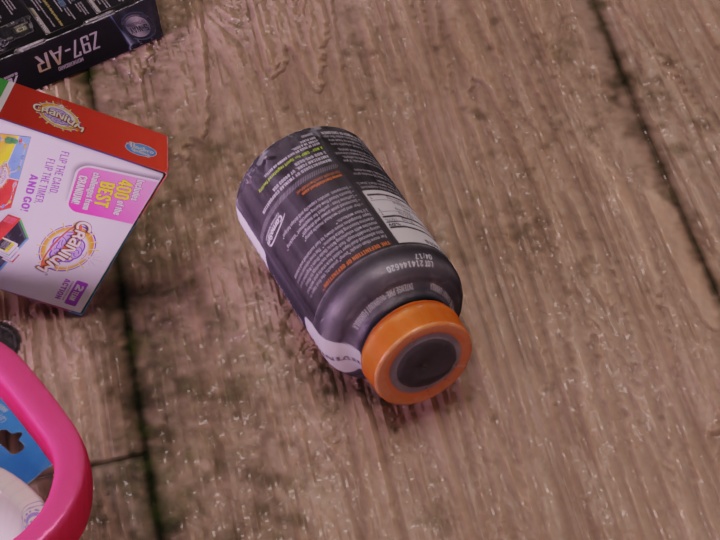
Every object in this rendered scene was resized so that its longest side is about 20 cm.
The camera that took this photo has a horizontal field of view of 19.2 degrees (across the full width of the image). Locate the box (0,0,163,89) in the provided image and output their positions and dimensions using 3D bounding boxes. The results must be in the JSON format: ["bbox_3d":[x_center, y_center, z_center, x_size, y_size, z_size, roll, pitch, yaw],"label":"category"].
[{"bbox_3d":[-0.275,-0.229,1.733,0.160,0.044,0.200,-25,48,-16],"label":"box"}]

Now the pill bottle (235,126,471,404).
[{"bbox_3d":[0.000,0.000,1.429,0.106,0.106,0.200,-22,47,-13],"label":"pill bottle"}]

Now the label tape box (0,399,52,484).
[{"bbox_3d":[-0.301,0.122,1.350,0.200,0.066,0.143,-30,25,-17],"label":"label tape box"}]

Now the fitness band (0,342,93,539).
[{"bbox_3d":[-0.237,0.106,1.204,0.144,0.037,0.200,-29,49,-20],"label":"fitness band"}]

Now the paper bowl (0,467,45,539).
[{"bbox_3d":[-0.255,0.209,1.203,0.200,0.104,0.201,-5,44,5],"label":"paper bowl"}]

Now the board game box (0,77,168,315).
[{"bbox_3d":[-0.250,-0.058,1.432,0.200,0.153,0.040,19,40,-22],"label":"board game box"}]
